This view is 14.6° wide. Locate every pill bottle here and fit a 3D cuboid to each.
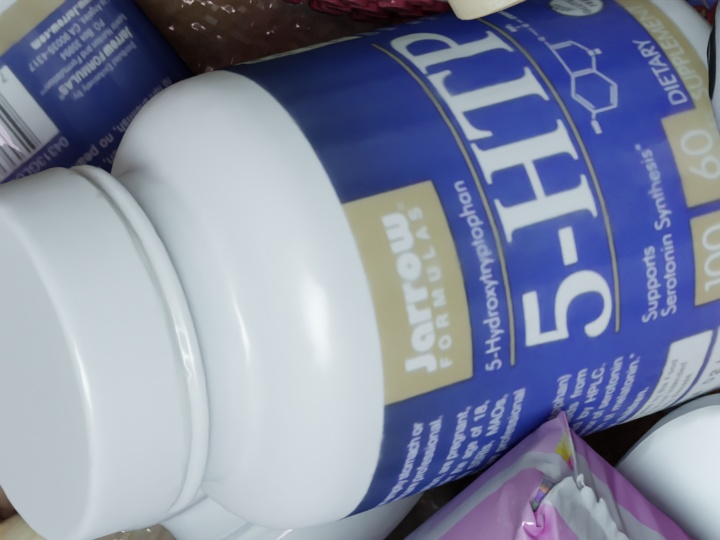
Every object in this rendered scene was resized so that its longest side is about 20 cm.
[{"bbox_3d":[-0.069,0.005,0.828,0.111,0.111,0.200,-37,101,10],"label":"pill bottle"},{"bbox_3d":[0.000,0.000,0.733,0.199,0.120,0.121,-17,106,-27],"label":"pill bottle"}]

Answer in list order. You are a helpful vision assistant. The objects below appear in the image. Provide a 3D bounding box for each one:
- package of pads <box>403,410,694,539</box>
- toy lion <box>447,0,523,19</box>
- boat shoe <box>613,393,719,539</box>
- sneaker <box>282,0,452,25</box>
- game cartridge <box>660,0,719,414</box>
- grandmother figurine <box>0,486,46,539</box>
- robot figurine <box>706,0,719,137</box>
[{"bbox_3d":[0.024,0.139,0.736,0.120,0.076,0.200,42,118,-10],"label":"package of pads"},{"bbox_3d":[0.087,-0.146,0.739,0.199,0.192,0.069,-30,100,-1],"label":"toy lion"},{"bbox_3d":[0.085,0.120,0.799,0.071,0.066,0.201,13,111,9],"label":"boat shoe"},{"bbox_3d":[-0.033,-0.123,0.802,0.199,0.081,0.075,21,89,5],"label":"sneaker"},{"bbox_3d":[0.112,-0.022,0.830,0.199,0.042,0.134,30,108,10],"label":"game cartridge"},{"bbox_3d":[-0.173,0.018,0.851,0.200,0.060,0.121,54,133,0],"label":"grandmother figurine"},{"bbox_3d":[0.173,-0.074,0.689,0.200,0.124,0.151,-40,130,-22],"label":"robot figurine"}]
